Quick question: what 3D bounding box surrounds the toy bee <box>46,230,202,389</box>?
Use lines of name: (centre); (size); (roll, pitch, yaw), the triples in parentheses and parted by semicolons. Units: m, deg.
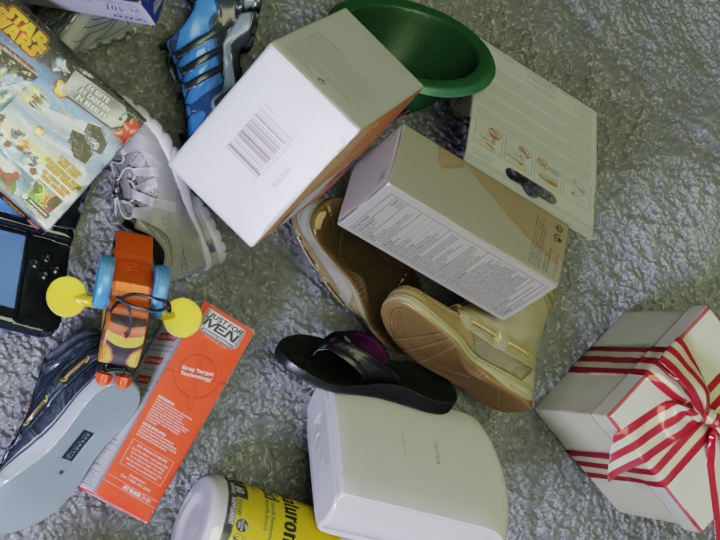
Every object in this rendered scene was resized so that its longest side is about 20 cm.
toy bee: (-0.214, 0.041, 1.383); (0.131, 0.200, 0.109); (18, 106, 7)

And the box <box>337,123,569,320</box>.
box: (0.089, -0.043, 1.492); (0.200, 0.095, 0.078); (31, 53, -20)

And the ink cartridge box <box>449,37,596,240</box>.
ink cartridge box: (0.163, -0.123, 1.588); (0.162, 0.050, 0.200); (29, 45, -18)

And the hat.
hat: (0.015, -0.160, 1.589); (0.199, 0.166, 0.176); (9, 128, -16)

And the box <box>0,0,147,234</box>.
box: (-0.306, -0.149, 1.384); (0.200, 0.040, 0.137); (44, 72, -13)

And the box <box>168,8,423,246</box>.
box: (-0.053, -0.131, 1.404); (0.106, 0.200, 0.152); (44, 116, 1)

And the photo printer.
photo printer: (0.051, 0.198, 1.530); (0.199, 0.070, 0.167); (17, 37, -20)

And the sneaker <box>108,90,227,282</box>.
sneaker: (-0.204, -0.076, 1.476); (0.082, 0.075, 0.200); (-34, 101, -20)

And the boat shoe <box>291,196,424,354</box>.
boat shoe: (0.000, 0.000, 1.559); (0.074, 0.066, 0.200); (-43, 123, -18)

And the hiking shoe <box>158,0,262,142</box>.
hiking shoe: (-0.154, -0.188, 1.513); (0.086, 0.074, 0.201); (13, 78, -4)

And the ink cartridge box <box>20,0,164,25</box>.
ink cartridge box: (-0.264, -0.284, 1.414); (0.199, 0.044, 0.094); (13, 74, 18)

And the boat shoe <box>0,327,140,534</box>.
boat shoe: (-0.284, 0.147, 1.444); (0.200, 0.091, 0.071); (-46, 134, 9)

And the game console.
game console: (-0.340, -0.058, 1.393); (0.199, 0.118, 0.171); (16, 48, -20)

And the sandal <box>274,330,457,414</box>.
sandal: (0.009, 0.088, 1.539); (0.200, 0.075, 0.048); (15, 117, -27)

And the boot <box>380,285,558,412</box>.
boot: (0.115, 0.031, 1.578); (0.200, 0.073, 0.156); (35, 60, -27)

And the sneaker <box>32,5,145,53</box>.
sneaker: (-0.239, -0.243, 1.471); (0.200, 0.074, 0.087); (-49, 134, -3)

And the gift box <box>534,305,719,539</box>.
gift box: (0.311, 0.163, 1.614); (0.185, 0.187, 0.200); (45, 72, -14)

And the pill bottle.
pill bottle: (-0.073, 0.273, 1.497); (0.200, 0.111, 0.112); (22, 80, -20)

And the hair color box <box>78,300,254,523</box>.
hair color box: (-0.184, 0.127, 1.463); (0.061, 0.101, 0.200); (32, 77, -19)
